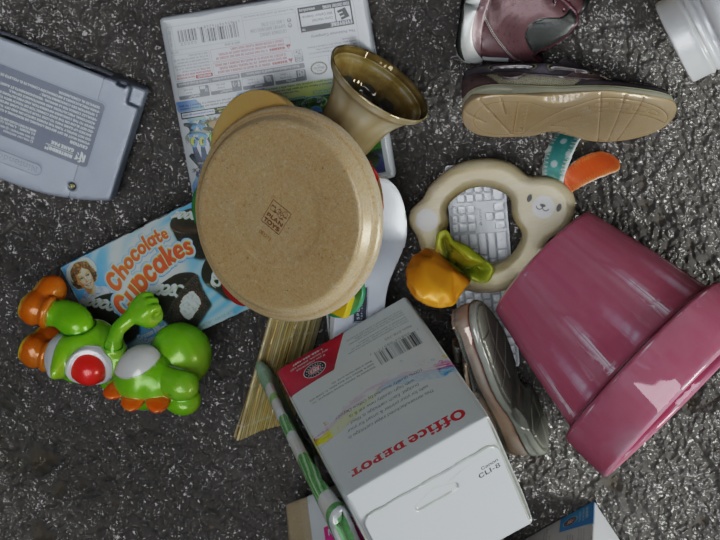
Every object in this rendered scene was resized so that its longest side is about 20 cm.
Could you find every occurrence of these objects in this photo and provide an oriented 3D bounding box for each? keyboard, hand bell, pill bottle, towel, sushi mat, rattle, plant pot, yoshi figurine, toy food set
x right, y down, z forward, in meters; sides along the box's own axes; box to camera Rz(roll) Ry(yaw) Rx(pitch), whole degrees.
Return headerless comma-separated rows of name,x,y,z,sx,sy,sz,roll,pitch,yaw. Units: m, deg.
keyboard,0.117,-0.003,1.667,0.056,0.011,0.202,-3,103,10
hand bell,-0.034,-0.099,1.619,0.104,0.104,0.200,37,118,-1
pill bottle,0.362,-0.245,1.520,0.199,0.109,0.110,-27,98,14
towel,-0.037,0.195,1.609,0.023,0.200,0.153,-26,134,-4
sushi mat,-0.067,0.063,1.672,0.012,0.095,0.202,25,108,30
rattle,0.136,-0.055,1.583,0.199,0.143,0.131,-24,78,16
plant pot,0.227,0.054,1.581,0.179,0.200,0.200,45,106,12
yoshi figurine,-0.223,0.074,1.666,0.199,0.112,0.113,22,83,22
toy food set,-0.067,-0.050,1.573,0.199,0.049,0.200,23,107,22

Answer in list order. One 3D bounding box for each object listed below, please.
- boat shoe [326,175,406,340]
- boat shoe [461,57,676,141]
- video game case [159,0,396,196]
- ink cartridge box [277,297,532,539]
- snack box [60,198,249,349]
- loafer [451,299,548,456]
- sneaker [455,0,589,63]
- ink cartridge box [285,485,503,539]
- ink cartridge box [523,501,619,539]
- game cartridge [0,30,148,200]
boat shoe,0.000,0.000,1.655,0.071,0.068,0.202,-2,113,-12
boat shoe,0.187,-0.160,1.584,0.198,0.065,0.072,-1,145,-7
video game case,-0.077,-0.164,1.653,0.198,0.022,0.184,-8,102,10
ink cartridge box,0.039,0.158,1.584,0.145,0.200,0.145,-28,126,-3
snack box,-0.181,0.006,1.684,0.199,0.037,0.117,-25,98,25
loafer,0.117,0.109,1.633,0.062,0.072,0.201,-12,133,21
sneaker,0.154,-0.279,1.570,0.114,0.076,0.202,9,115,1
ink cartridge box,0.035,0.270,1.661,0.199,0.166,0.075,-24,136,13
ink cartridge box,0.157,0.315,1.684,0.199,0.116,0.067,-32,98,15
game cartridge,-0.315,-0.148,1.687,0.199,0.042,0.134,21,110,3
